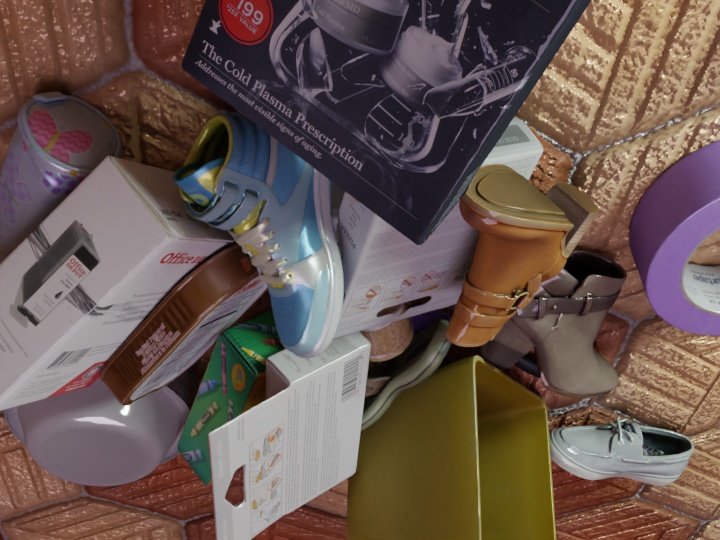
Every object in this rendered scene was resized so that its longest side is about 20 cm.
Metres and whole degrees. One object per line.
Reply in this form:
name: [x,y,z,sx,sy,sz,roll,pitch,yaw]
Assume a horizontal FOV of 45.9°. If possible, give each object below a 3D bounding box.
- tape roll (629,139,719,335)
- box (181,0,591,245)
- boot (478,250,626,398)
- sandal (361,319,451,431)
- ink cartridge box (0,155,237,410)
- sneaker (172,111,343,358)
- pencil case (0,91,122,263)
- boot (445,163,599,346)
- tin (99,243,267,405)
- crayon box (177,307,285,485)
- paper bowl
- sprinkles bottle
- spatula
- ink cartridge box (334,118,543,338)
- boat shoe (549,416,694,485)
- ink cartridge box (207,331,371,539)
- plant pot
tape roll: [0.354,-0.029,0.781,0.197,0.066,0.202,-1,136,-1]
box: [0.017,-0.157,0.529,0.199,0.104,0.183,36,124,6]
boot: [0.218,0.051,0.856,0.198,0.071,0.147,14,127,-24]
sandal: [0.019,0.103,0.893,0.057,0.080,0.201,35,126,-15]
ink cartridge box: [-0.211,0.010,0.687,0.200,0.147,0.083,-42,82,9]
sneaker: [-0.083,-0.027,0.655,0.079,0.203,0.130,-6,180,44]
pencil case: [-0.270,-0.052,0.709,0.083,0.091,0.200,-7,149,-46]
boot: [0.112,-0.001,0.706,0.199,0.074,0.155,3,129,-51]
tin: [-0.151,0.049,0.756,0.042,0.112,0.200,48,116,4]
crayon box: [-0.106,0.123,0.869,0.118,0.058,0.201,-25,153,-43]
paper bowl: [-0.274,0.153,0.906,0.197,0.105,0.202,-2,135,-2]
sprinkles bottle: [0.000,0.000,0.787,0.067,0.069,0.201,-11,136,8]
spatula: [0.131,0.081,0.911,0.198,0.021,0.056,22,143,-26]
ink cartridge box: [0.051,-0.034,0.732,0.160,0.050,0.201,-14,147,-30]
boat shoe: [0.315,0.209,1.029,0.198,0.070,0.072,12,124,-21]
ink cartridge box: [-0.075,0.162,0.806,0.175,0.045,0.202,-25,140,-31]
plant pot: [0.092,0.227,0.929,0.175,0.203,0.199,-13,152,30]
